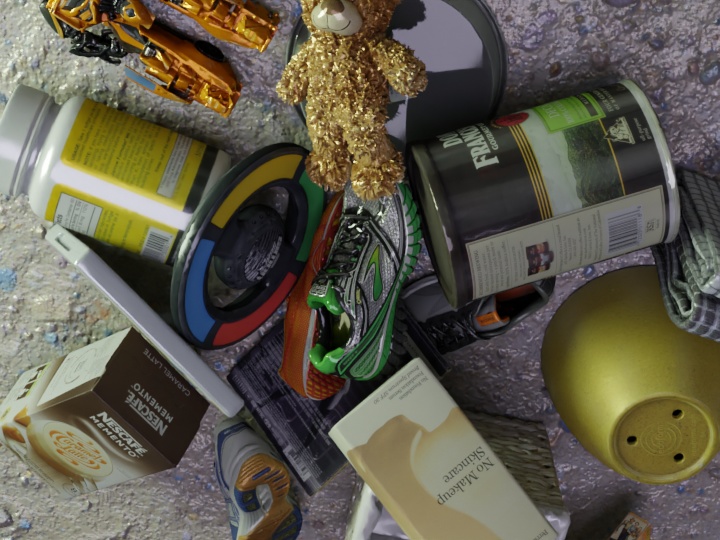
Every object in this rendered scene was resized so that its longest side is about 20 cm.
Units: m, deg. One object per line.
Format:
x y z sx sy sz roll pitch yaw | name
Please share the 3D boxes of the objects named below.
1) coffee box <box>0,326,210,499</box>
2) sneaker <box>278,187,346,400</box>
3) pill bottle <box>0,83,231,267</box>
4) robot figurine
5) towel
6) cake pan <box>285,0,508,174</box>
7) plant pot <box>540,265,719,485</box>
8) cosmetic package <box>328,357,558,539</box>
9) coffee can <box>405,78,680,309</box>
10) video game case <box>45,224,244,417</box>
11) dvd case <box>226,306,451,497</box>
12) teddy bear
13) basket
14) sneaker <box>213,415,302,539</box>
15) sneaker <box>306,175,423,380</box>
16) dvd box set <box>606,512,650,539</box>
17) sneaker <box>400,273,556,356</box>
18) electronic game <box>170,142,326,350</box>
-0.254 0.141 1.348 0.199 0.080 0.114 -23 119 45 | coffee box
-0.039 0.017 1.306 0.073 0.077 0.202 13 94 -40 | sneaker
-0.224 -0.085 1.248 0.198 0.115 0.115 21 118 -9 | pill bottle
-0.177 -0.221 1.203 0.199 0.058 0.146 27 116 -13 | robot figurine
0.341 0.005 1.226 0.164 0.201 0.086 17 118 -9 | towel
0.031 -0.170 1.235 0.198 0.037 0.202 1 118 2 | cake pan
0.275 0.117 1.322 0.198 0.142 0.202 1 118 2 | plant pot
0.072 0.189 1.248 0.105 0.071 0.200 -39 85 -11 | cosmetic package
0.153 -0.066 1.202 0.198 0.147 0.148 -17 118 -4 | coffee can
-0.201 0.043 1.288 0.023 0.182 0.200 -46 111 -8 | video game case
-0.025 0.099 1.351 0.200 0.016 0.149 -45 73 24 | dvd case
-0.012 -0.154 1.164 0.145 0.066 0.201 36 128 33 | teddy bear
0.086 0.258 1.397 0.196 0.161 0.202 10 118 -3 | basket
-0.110 0.225 1.447 0.075 0.088 0.201 -22 142 -21 | sneaker
0.000 0.000 1.234 0.085 0.078 0.202 -1 98 -40 | sneaker
0.227 0.358 1.422 0.029 0.200 0.147 28 147 30 | dvd box set
0.096 0.039 1.324 0.199 0.080 0.074 -32 115 19 | sneaker
-0.097 -0.020 1.246 0.041 0.199 0.202 29 122 25 | electronic game
